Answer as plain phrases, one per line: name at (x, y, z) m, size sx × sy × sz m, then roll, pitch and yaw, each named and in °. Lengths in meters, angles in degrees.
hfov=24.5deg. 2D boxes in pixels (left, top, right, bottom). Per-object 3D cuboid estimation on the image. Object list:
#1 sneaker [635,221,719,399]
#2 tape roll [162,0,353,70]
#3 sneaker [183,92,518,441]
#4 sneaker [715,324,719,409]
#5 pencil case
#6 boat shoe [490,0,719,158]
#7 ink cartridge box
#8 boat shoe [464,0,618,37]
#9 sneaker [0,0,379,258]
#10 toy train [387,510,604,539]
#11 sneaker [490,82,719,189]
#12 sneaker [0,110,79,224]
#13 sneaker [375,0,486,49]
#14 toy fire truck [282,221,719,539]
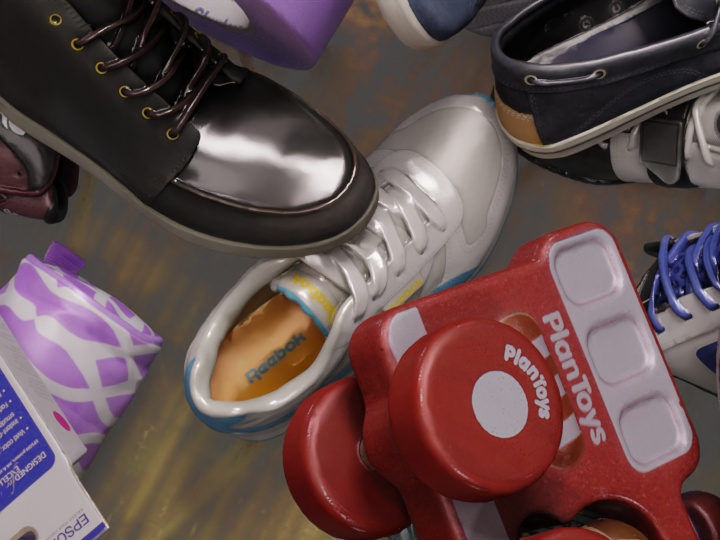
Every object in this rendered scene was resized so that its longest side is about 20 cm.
sneaker at (0.168, 0.002, 0.707) m, size 0.114 × 0.200 × 0.081 m, roll 3°, pitch 50°, yaw 17°
tape roll at (-0.089, -0.169, 0.731) m, size 0.200 × 0.200 × 0.066 m, roll 31°, pitch 86°, yaw 8°
sneaker at (0.000, 0.000, 0.759) m, size 0.076 × 0.081 × 0.200 m, roll 41°, pitch 90°, yaw 8°
sneaker at (0.167, 0.106, 0.640) m, size 0.071 × 0.112 × 0.201 m, roll -3°, pitch 111°, yaw 28°
pencil case at (-0.175, 0.087, 0.769) m, size 0.084 × 0.085 × 0.200 m, roll 39°, pitch 86°, yaw -32°
boat shoe at (0.144, -0.120, 0.719) m, size 0.199 × 0.062 × 0.075 m, roll -28°, pitch 48°, yaw 5°
ink cartridge box at (-0.185, 0.063, 0.713) m, size 0.095 × 0.037 × 0.200 m, roll -40°, pitch 64°, yaw 6°
boat shoe at (0.132, -0.167, 0.786) m, size 0.199 × 0.072 × 0.071 m, roll -17°, pitch 62°, yaw -2°
sneaker at (-0.085, -0.079, 0.707) m, size 0.199 × 0.106 × 0.075 m, roll 24°, pitch 63°, yaw 14°
toy train at (0.053, 0.169, 0.739) m, size 0.113 × 0.085 × 0.201 m, roll 16°, pitch 84°, yaw -3°
sneaker at (0.157, -0.071, 0.756) m, size 0.199 × 0.089 × 0.075 m, roll 11°, pitch 85°, yaw 8°
sneaker at (-0.204, -0.034, 0.789) m, size 0.115 × 0.076 × 0.201 m, roll 33°, pitch 86°, yaw 5°
sneaker at (0.069, -0.171, 0.707) m, size 0.084 × 0.075 × 0.200 m, roll -7°, pitch 40°, yaw 35°
toy fire truck at (0.078, 0.090, 0.666) m, size 0.167 × 0.112 × 0.201 m, roll -19°, pitch 83°, yaw -34°
